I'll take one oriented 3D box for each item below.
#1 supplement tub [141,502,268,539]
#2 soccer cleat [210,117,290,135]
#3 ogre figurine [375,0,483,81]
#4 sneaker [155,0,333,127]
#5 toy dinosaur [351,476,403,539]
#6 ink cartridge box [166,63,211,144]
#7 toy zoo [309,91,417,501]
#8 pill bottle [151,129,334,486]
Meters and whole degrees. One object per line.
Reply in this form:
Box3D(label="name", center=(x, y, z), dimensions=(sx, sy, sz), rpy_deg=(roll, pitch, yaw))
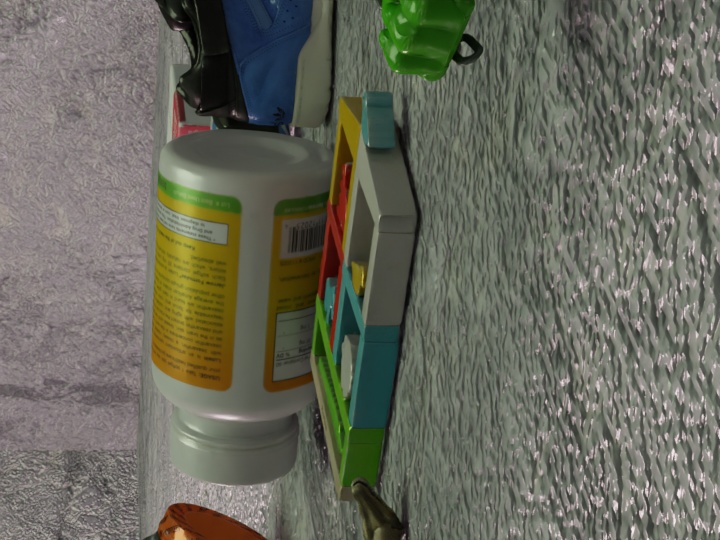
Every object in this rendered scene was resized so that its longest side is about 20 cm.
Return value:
Box3D(label="supplement tub", center=(-0.141, 0.285, 1.118), dimensions=(0.202, 0.121, 0.123), rpy_deg=(-66, 14, 4))
Box3D(label="soccer cleat", center=(-0.070, -0.055, 1.071), dimensions=(0.201, 0.069, 0.087), rpy_deg=(-98, -2, -48))
Box3D(label="ogre figurine", center=(0.027, -0.178, 0.469), dimensions=(0.120, 0.097, 0.202), rpy_deg=(-127, 27, -55))
Box3D(label="sneaker", center=(-0.074, -0.194, 0.951), dimensions=(0.077, 0.110, 0.203), rpy_deg=(-153, 65, -78))
Box3D(label="toy dinosaur", center=(0.007, 0.201, 0.688), dimensions=(0.101, 0.057, 0.203), rpy_deg=(47, -129, -85))
Box3D(label="ink cartridge box", center=(-0.122, -0.053, 1.262), dimensions=(0.146, 0.082, 0.203), rpy_deg=(-110, 24, -62))
Box3D(label="toy zoo", center=(0.000, 0.000, 0.783), dimensions=(0.132, 0.020, 0.202), rpy_deg=(-107, 21, -58))
Box3D(label="pill bottle", center=(-0.073, 0.024, 0.925), dimensions=(0.111, 0.109, 0.203), rpy_deg=(-118, 31, -68))
